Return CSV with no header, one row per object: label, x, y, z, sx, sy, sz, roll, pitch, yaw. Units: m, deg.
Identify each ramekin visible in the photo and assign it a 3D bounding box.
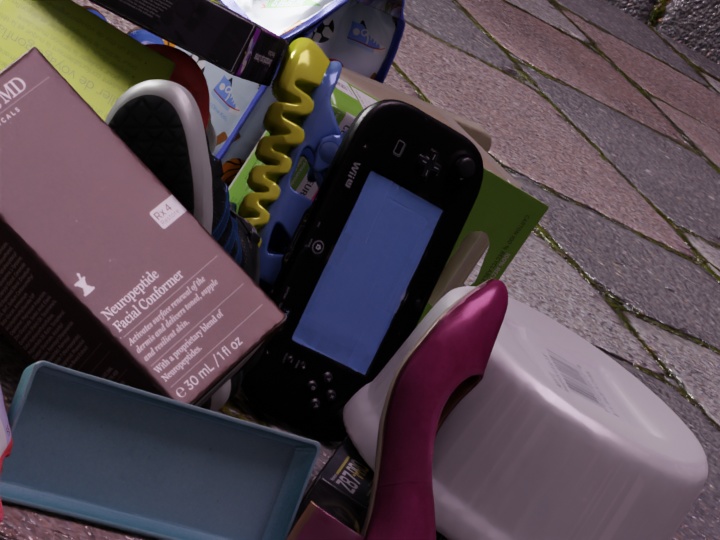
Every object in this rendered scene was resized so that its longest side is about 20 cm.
ramekin,0.098,0.096,1.650,0.200,0.098,0.201,33,13,-9

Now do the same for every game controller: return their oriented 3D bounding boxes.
game controller,0.000,0.000,1.748,0.042,0.201,0.104,22,-4,44

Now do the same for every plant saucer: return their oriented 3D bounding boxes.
plant saucer,-0.103,0.096,1.464,0.019,0.070,0.199,22,2,44

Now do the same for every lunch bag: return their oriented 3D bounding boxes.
lunch bag,-0.068,-0.166,2.130,0.123,0.200,0.170,20,20,-43

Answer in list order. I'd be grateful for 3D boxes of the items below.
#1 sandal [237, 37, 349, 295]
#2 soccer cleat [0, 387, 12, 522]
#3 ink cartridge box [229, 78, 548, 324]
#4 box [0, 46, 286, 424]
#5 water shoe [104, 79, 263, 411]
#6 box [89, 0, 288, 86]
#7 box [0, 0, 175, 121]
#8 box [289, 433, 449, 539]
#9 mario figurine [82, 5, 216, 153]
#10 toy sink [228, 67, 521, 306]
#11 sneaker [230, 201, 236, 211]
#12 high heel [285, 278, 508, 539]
sandal,-0.031,-0.034,1.780,0.087,0.201,0.079,17,2,-6
soccer cleat,-0.196,0.065,1.387,0.073,0.068,0.200,55,5,-16
ink cartridge box,0.016,-0.019,1.936,0.199,0.148,0.076,28,15,-22
box,-0.145,-0.007,1.538,0.200,0.075,0.100,45,48,2
water shoe,-0.097,-0.020,1.622,0.071,0.201,0.079,11,30,26
box,-0.119,-0.156,1.721,0.142,0.036,0.200,27,2,2
box,-0.196,-0.060,1.616,0.122,0.201,0.048,31,-30,-11
box,0.048,0.151,1.654,0.161,0.049,0.200,37,14,1
mario figurine,-0.150,-0.093,1.781,0.123,0.107,0.200,-15,20,-6
toy sink,0.025,-0.045,2.086,0.199,0.131,0.112,20,19,-47
sneaker,-0.130,-0.033,1.832,0.080,0.077,0.200,18,14,-21
high heel,0.045,0.104,1.537,0.096,0.201,0.067,32,-10,11
